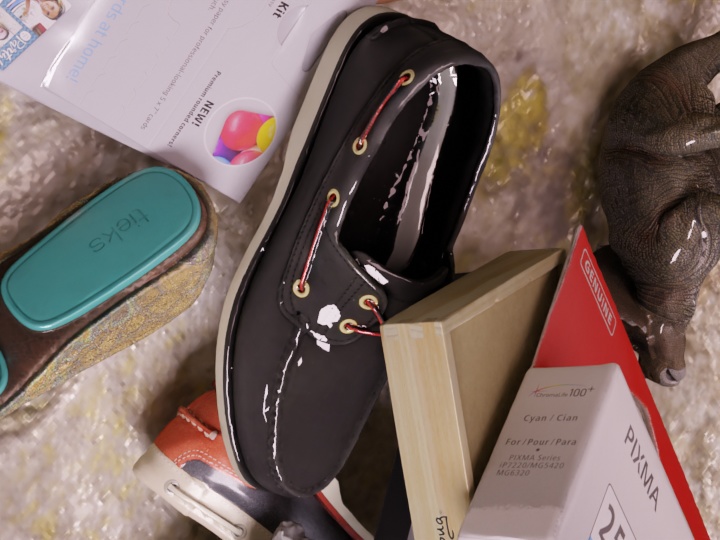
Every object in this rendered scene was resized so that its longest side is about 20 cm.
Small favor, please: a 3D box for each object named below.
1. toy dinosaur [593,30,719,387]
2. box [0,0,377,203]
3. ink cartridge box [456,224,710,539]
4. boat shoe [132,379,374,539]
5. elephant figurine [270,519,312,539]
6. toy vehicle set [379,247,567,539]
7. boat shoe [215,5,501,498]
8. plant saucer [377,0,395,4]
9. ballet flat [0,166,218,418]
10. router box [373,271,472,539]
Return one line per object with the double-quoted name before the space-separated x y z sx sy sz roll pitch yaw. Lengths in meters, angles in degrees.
"toy dinosaur" 0.144 -0.047 1.132 0.077 0.102 0.202 8 82 -61
"box" -0.086 -0.132 0.942 0.199 0.041 0.156 25 108 -32
"ink cartridge box" 0.114 0.111 0.995 0.201 0.044 0.177 63 36 -35
"boat shoe" -0.021 0.130 1.066 0.063 0.071 0.200 -44 120 -14
"elephant figurine" -0.042 0.239 0.983 0.155 0.141 0.201 45 31 -27
"toy vehicle set" 0.061 0.102 0.973 0.124 0.026 0.202 -25 107 -61
"boat shoe" -0.002 0.000 0.975 0.073 0.063 0.203 8 105 -42
"plant saucer" -0.004 -0.211 1.020 0.199 0.037 0.202 -9 106 -34
"ballet flat" -0.141 0.029 0.966 0.199 0.071 0.071 -31 117 -17
"router box" 0.067 0.124 1.068 0.158 0.052 0.201 55 39 -42
